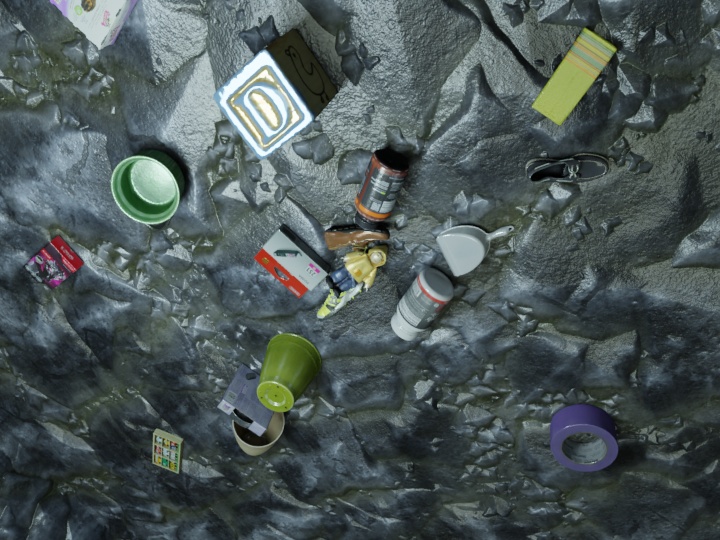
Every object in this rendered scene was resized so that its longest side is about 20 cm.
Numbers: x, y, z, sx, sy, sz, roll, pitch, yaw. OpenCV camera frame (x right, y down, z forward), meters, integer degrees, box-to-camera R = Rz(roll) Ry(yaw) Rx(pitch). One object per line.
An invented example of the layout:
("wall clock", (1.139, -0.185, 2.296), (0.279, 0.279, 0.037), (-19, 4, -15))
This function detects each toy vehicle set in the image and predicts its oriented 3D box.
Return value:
("toy vehicle set", (-0.799, 0.750, 2.493), (0.121, 0.027, 0.204), (18, 125, 4))

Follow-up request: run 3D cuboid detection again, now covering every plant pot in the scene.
("plant pot", (-0.380, 0.589, 2.186), (0.183, 0.190, 0.202), (23, 140, 1))
("plant pot", (-0.248, 0.346, 1.965), (0.194, 0.194, 0.205), (8, 124, 12))

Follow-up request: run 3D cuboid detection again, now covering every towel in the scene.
("towel", (0.478, -0.434, 1.355), (0.085, 0.018, 0.202), (33, 126, 2))

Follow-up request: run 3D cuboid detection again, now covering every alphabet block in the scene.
("alphabet block", (-0.201, -0.425, 1.453), (0.193, 0.202, 0.197), (-26, 113, 29))

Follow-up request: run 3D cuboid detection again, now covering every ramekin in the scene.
("ramekin", (-0.603, -0.246, 1.731), (0.194, 0.098, 0.205), (1, 118, 1))

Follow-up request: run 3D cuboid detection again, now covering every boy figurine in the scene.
("boy figurine", (0.000, 0.000, 1.715), (0.197, 0.065, 0.126), (-31, 105, 10))

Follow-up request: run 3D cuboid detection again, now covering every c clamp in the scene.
("c clamp", (-0.638, -0.219, 1.828), (0.168, 0.027, 0.202), (29, 124, -9))

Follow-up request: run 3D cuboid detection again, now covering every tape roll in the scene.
("tape roll", (0.688, 0.518, 1.858), (0.194, 0.086, 0.205), (7, 123, 11))

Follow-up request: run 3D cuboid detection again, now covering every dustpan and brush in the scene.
("dustpan and brush", (0.319, -0.075, 1.617), (0.196, 0.058, 0.141), (-16, 117, 33))

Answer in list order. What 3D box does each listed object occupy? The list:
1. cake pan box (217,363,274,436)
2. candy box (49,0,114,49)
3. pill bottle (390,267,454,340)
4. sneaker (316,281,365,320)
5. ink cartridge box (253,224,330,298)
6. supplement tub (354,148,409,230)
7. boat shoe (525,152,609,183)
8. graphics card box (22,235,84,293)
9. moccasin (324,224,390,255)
("cake pan box", (-0.376, 0.443, 2.062), (0.182, 0.202, 0.053), (35, 121, -11))
("candy box", (-0.677, -0.695, 1.503), (0.200, 0.072, 0.167), (44, 123, -13))
("pill bottle", (0.173, 0.100, 1.727), (0.114, 0.117, 0.202), (30, 126, -4))
("sneaker", (-0.068, 0.072, 1.817), (0.076, 0.076, 0.199), (45, 113, -6))
("ink cartridge box", (-0.214, -0.015, 1.816), (0.199, 0.044, 0.173), (41, 122, -11))
("supplement tub", (0.047, -0.207, 1.574), (0.105, 0.108, 0.203), (25, 126, 0))
("boat shoe", (0.497, -0.235, 1.445), (0.194, 0.063, 0.074), (1, 122, 16))
("graphics card box", (-1.055, -0.019, 2.064), (0.197, 0.051, 0.126), (-27, 111, 30))
("moccasin", (-0.009, -0.086, 1.681), (0.196, 0.074, 0.080), (-6, 106, 20))
